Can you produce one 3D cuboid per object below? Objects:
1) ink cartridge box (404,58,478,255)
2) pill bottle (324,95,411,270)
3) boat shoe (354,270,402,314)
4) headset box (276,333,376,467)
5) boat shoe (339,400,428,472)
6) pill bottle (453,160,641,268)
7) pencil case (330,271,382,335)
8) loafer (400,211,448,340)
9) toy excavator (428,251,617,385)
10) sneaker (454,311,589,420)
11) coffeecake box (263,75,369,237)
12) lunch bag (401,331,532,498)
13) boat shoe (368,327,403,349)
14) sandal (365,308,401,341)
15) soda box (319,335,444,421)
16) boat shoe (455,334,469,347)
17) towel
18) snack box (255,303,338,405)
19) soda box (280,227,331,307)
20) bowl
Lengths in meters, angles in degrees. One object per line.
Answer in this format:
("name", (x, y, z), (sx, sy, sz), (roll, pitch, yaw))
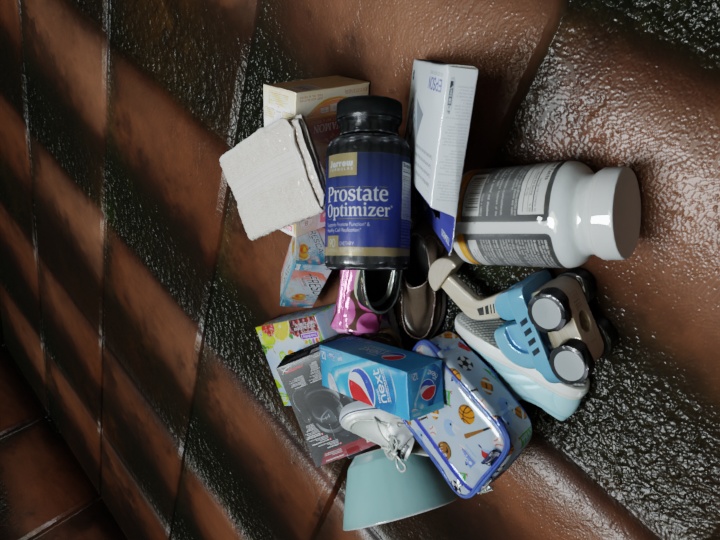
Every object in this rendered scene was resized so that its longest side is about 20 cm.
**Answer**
("ink cartridge box", (0.086, -0.147, 0.710), (0.200, 0.039, 0.206), (-105, 18, -69))
("pill bottle", (0.010, -0.104, 0.724), (0.110, 0.110, 0.207), (1, 91, 44))
("boat shoe", (0.033, -0.043, 0.814), (0.063, 0.071, 0.208), (-149, 63, -66))
("headset box", (-0.035, 0.221, 0.980), (0.145, 0.077, 0.205), (-22, 96, 8))
("boat shoe", (0.062, 0.258, 0.881), (0.195, 0.088, 0.076), (11, 133, -5))
("pill bottle", (0.207, -0.063, 0.669), (0.196, 0.115, 0.120), (4, 110, 43))
("pencil case", (0.000, 0.000, 0.887), (0.088, 0.093, 0.207), (10, 102, 20))
("loafer", (0.084, 0.016, 0.857), (0.072, 0.070, 0.206), (20, 120, 37))
("toy excavator", (0.192, 0.053, 0.742), (0.198, 0.099, 0.199), (-23, 91, 46))
("sneaker", (0.204, 0.133, 0.787), (0.198, 0.073, 0.084), (34, 126, 32))
("coffeecake box", (-0.065, -0.173, 0.865), (0.072, 0.152, 0.206), (23, 123, 35))
("lunch bag", (0.130, 0.201, 0.793), (0.201, 0.074, 0.162), (52, 133, 29))
("boat shoe", (0.059, 0.196, 0.934), (0.069, 0.071, 0.204), (-21, 106, 27))
("sandal", (0.022, 0.089, 0.965), (0.082, 0.049, 0.207), (-23, 91, 47))
("soda box", (0.024, 0.143, 0.804), (0.197, 0.066, 0.066), (6, 102, 52))
("boat shoe", (0.165, 0.194, 0.859), (0.075, 0.071, 0.205), (-21, 92, 35))
("towel", (-0.123, -0.124, 0.808), (0.197, 0.034, 0.136), (-16, 96, 46))
("snack box", (-0.097, 0.165, 1.102), (0.197, 0.067, 0.173), (-13, 99, 47))
("soda box", (-0.093, -0.002, 0.971), (0.201, 0.062, 0.071), (122, 149, -64))
("bowl", (0.054, 0.349, 0.962), (0.200, 0.197, 0.108), (-34, 64, 46))
